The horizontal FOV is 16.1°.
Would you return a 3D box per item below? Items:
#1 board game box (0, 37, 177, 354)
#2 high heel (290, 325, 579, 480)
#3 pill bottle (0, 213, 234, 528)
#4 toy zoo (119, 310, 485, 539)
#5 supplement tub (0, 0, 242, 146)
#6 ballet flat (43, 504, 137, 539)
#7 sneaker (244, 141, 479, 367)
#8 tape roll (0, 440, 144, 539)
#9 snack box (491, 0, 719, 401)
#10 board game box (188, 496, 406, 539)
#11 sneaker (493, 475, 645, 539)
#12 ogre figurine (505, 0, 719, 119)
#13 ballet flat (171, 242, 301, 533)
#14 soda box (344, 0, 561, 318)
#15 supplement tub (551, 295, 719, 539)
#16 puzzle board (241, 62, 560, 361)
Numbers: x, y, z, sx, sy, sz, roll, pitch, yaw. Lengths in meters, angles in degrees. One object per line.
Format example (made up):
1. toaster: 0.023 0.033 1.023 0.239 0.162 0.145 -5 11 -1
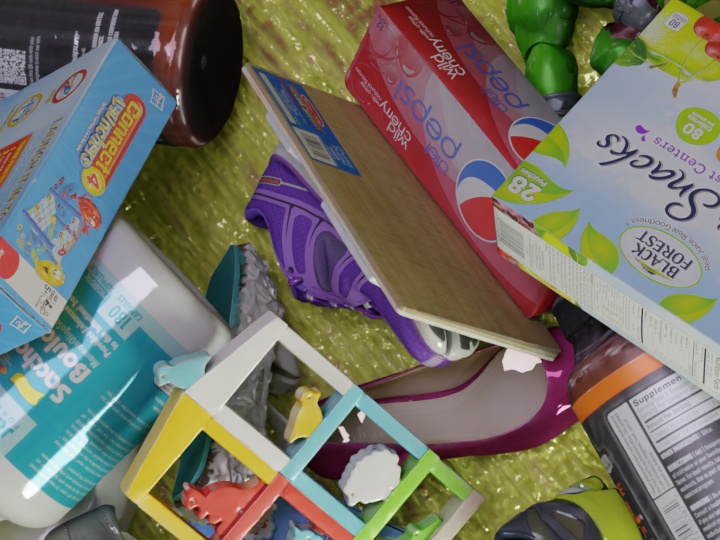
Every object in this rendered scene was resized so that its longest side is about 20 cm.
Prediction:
1. board game box: -0.222 -0.022 1.488 0.195 0.056 0.200 -22 31 40
2. high heel: 0.057 0.071 1.480 0.199 0.096 0.068 -16 72 12
3. pill bottle: -0.176 0.071 1.468 0.200 0.111 0.111 -44 69 -1
4. toy zoo: -0.042 0.115 1.437 0.200 0.020 0.131 41 88 -19
5. supplement tub: -0.182 -0.139 1.591 0.199 0.107 0.107 8 79 18
6. ballet flat: -0.107 0.220 1.469 0.064 0.067 0.200 -32 77 -24
7. sneaker: 0.000 0.000 1.526 0.084 0.081 0.200 -54 48 13
8. tape roll: -0.236 0.115 1.571 0.202 0.071 0.203 -4 76 15
9. snack box: 0.199 -0.030 1.380 0.200 0.068 0.169 35 69 25
10. board game box: -0.056 0.225 1.508 0.151 0.037 0.201 24 85 20
11. sneaker: 0.135 0.214 1.421 0.081 0.074 0.200 -12 61 -29
12. ogre figurine: 0.153 -0.162 1.510 0.098 0.200 0.120 -12 53 -33
13. ballet flat: -0.069 0.075 1.522 0.071 0.072 0.200 -5 48 15
14. soda box: 0.076 -0.071 1.504 0.200 0.063 0.070 52 137 24
15. supplement tub: 0.185 0.089 1.423 0.107 0.107 0.200 -30 76 7
16. puzzle board: 0.021 -0.032 1.470 0.017 0.150 0.200 -48 54 21
